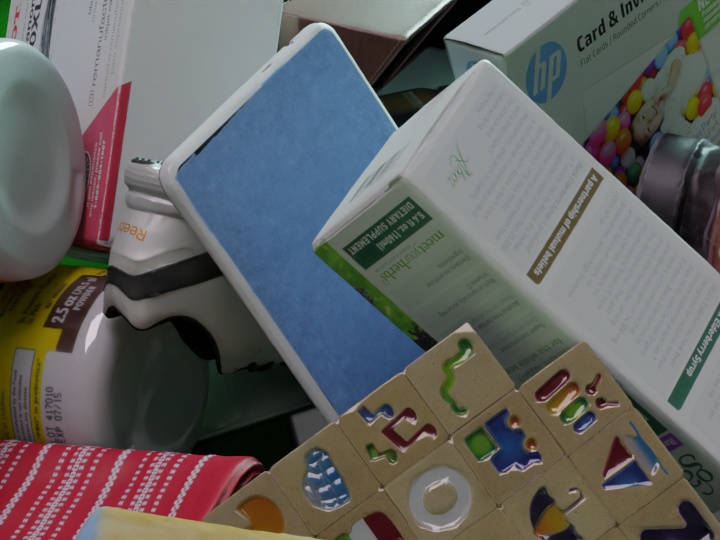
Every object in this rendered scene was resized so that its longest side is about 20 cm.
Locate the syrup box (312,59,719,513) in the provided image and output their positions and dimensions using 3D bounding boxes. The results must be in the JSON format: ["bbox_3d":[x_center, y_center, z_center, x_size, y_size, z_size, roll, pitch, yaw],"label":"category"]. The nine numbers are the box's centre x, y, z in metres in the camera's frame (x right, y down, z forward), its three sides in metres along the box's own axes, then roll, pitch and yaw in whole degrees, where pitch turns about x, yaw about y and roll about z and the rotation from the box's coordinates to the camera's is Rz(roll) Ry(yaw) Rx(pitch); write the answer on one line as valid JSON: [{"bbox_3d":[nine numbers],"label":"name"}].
[{"bbox_3d":[0.087,0.016,0.915,0.079,0.200,0.082,-35,15,53],"label":"syrup box"}]

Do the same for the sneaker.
[{"bbox_3d":[-0.040,0.016,1.024,0.073,0.199,0.081,12,80,56],"label":"sneaker"}]

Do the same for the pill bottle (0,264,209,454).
[{"bbox_3d":[-0.181,0.049,1.067,0.198,0.110,0.109,4,39,28],"label":"pill bottle"}]

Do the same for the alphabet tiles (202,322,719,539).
[{"bbox_3d":[0.037,0.125,0.844,0.199,0.006,0.167,-36,75,-3],"label":"alphabet tiles"}]

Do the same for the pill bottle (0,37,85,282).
[{"bbox_3d":[-0.240,-0.045,1.026,0.198,0.113,0.112,-4,35,24],"label":"pill bottle"}]

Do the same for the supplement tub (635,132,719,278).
[{"bbox_3d":[0.220,-0.007,0.951,0.198,0.108,0.107,14,42,18],"label":"supplement tub"}]

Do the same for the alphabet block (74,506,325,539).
[{"bbox_3d":[-0.014,0.216,0.679,0.198,0.197,0.196,4,44,27],"label":"alphabet block"}]

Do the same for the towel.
[{"bbox_3d":[-0.152,0.119,0.928,0.198,0.023,0.145,2,36,27],"label":"towel"}]

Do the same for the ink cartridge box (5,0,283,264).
[{"bbox_3d":[-0.124,-0.079,1.125,0.084,0.146,0.200,9,-3,-26],"label":"ink cartridge box"}]

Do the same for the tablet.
[{"bbox_3d":[0.000,0.000,0.993,0.014,0.201,0.130,-14,25,48],"label":"tablet"}]

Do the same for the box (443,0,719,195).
[{"bbox_3d":[0.119,-0.057,1.011,0.041,0.201,0.156,20,47,41],"label":"box"}]

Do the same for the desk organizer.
[{"bbox_3d":[0.030,-0.137,1.159,0.076,0.072,0.200,15,33,22],"label":"desk organizer"}]

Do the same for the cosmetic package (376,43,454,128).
[{"bbox_3d":[0.052,-0.078,1.177,0.149,0.052,0.200,-11,31,-21],"label":"cosmetic package"}]
